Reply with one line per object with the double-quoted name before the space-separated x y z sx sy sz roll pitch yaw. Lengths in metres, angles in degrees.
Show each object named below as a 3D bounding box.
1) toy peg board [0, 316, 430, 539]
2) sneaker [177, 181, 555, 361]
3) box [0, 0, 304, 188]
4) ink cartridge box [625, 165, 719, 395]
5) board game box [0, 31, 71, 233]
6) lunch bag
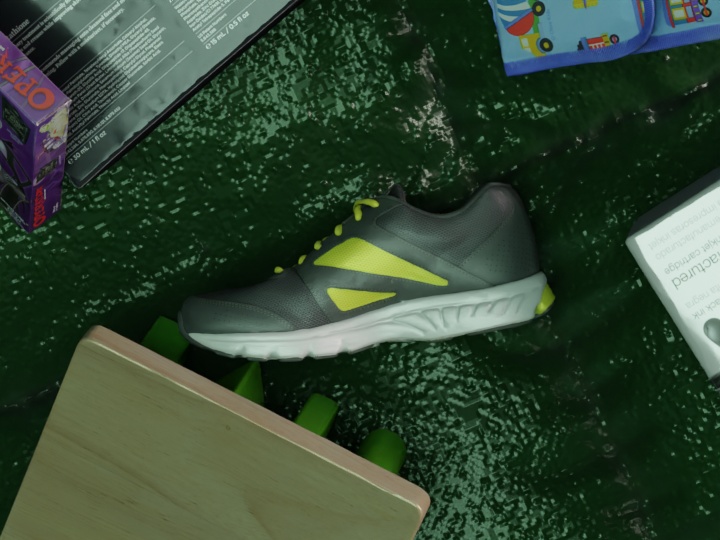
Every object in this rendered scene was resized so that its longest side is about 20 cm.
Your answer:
"toy peg board" -0.078 0.139 1.609 0.199 0.098 0.200 27 118 4
"sneaker" 0.000 0.000 1.577 0.199 0.074 0.085 -8 90 -2
"box" -0.111 -0.163 1.560 0.200 0.079 0.141 -39 94 13
"ink cartridge box" 0.250 0.026 1.531 0.146 0.084 0.201 -33 92 12
"board game box" -0.228 -0.119 1.547 0.200 0.120 0.032 44 62 14
"lunch bag" 0.140 -0.190 1.524 0.199 0.094 0.152 -10 99 23
